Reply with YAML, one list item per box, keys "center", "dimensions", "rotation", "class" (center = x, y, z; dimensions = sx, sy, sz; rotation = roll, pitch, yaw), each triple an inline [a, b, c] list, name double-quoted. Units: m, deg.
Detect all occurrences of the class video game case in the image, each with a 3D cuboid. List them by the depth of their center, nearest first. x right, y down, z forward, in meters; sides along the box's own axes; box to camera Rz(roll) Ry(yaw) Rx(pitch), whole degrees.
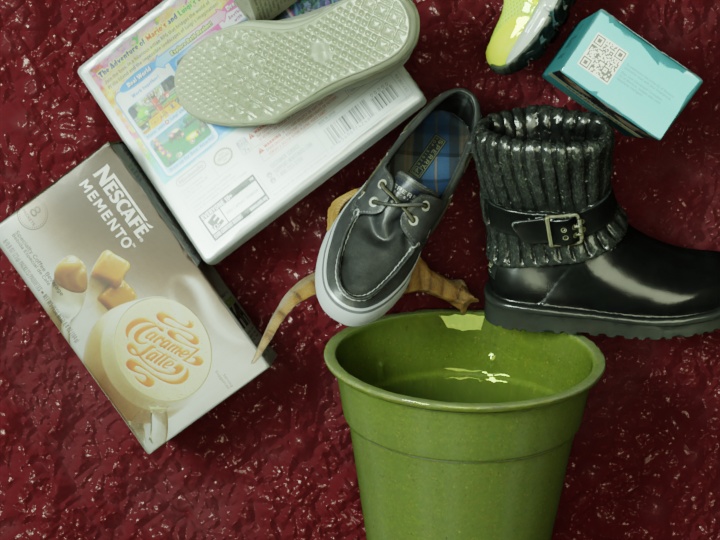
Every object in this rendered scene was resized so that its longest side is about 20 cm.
- center: [-0.081, -0.135, 1.372]
  dimensions: [0.199, 0.024, 0.183]
  rotation: [-37, 76, 5]
  class: "video game case"

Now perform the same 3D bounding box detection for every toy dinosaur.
- center: [0.000, 0.000, 1.350]
  dimensions: [0.198, 0.061, 0.107]
  rotation: [-4, 51, -30]
  class: "toy dinosaur"

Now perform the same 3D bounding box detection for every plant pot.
- center: [0.070, 0.149, 1.347]
  dimensions: [0.198, 0.200, 0.192]
  rotation: [3, 108, 2]
  class: "plant pot"

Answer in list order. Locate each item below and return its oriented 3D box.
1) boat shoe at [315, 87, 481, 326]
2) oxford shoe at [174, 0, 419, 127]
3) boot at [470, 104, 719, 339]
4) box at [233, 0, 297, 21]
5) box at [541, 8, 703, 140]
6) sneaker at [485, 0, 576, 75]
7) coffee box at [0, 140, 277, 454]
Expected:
- center: [0.033, -0.051, 1.326]
  dimensions: [0.070, 0.066, 0.200]
  rotation: [33, 60, 5]
  class: "boat shoe"
- center: [-0.041, -0.149, 1.328]
  dimensions: [0.199, 0.058, 0.076]
  rotation: [-16, 92, 25]
  class: "oxford shoe"
- center: [0.183, -0.036, 1.342]
  dimensions: [0.209, 0.080, 0.159]
  rotation: [0, 114, 3]
  class: "boot"
- center: [-0.018, -0.266, 1.331]
  dimensions: [0.199, 0.082, 0.069]
  rotation: [-37, 75, -6]
  class: "box"
- center: [0.176, -0.133, 1.295]
  dimensions: [0.082, 0.200, 0.049]
  rotation: [35, 95, -1]
  class: "box"
- center: [0.125, -0.240, 1.358]
  dimensions: [0.090, 0.078, 0.201]
  rotation: [22, 90, 8]
  class: "sneaker"
- center: [-0.165, 0.017, 1.383]
  dimensions: [0.114, 0.080, 0.201]
  rotation: [-34, 93, 5]
  class: "coffee box"
